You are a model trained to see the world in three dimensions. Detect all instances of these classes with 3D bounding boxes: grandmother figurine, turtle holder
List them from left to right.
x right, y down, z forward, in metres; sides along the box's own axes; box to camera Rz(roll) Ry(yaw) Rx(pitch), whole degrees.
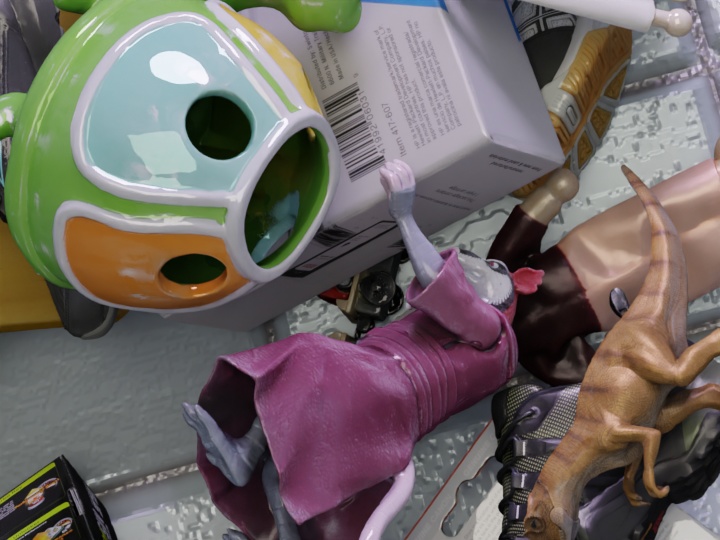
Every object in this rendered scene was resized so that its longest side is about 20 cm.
[{"bbox_3d":[-0.072,-0.060,1.345,0.132,0.141,0.185,19,39,32],"label":"turtle holder"},{"bbox_3d":[0.108,0.010,1.446,0.200,0.061,0.121,-23,94,2],"label":"grandmother figurine"}]

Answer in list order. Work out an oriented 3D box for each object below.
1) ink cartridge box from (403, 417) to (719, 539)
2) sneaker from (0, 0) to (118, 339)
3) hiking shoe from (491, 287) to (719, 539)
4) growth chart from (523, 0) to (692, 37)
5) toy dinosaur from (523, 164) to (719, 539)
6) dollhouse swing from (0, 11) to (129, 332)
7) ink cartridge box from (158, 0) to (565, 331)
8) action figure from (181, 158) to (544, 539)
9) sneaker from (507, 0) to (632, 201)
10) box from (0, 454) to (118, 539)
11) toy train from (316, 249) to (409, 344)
[{"bbox_3d":[0.124,0.161,1.418,0.200,0.050,0.109,35,84,15],"label":"ink cartridge box"},{"bbox_3d":[-0.170,-0.058,1.442,0.079,0.075,0.200,-15,82,-12],"label":"sneaker"},{"bbox_3d":[0.092,0.106,1.380,0.101,0.076,0.200,36,74,23],"label":"hiking shoe"},{"bbox_3d":[0.088,-0.190,1.417,0.145,0.018,0.200,6,47,-16],"label":"growth chart"},{"bbox_3d":[0.133,0.039,1.332,0.106,0.060,0.200,18,68,15],"label":"toy dinosaur"},{"bbox_3d":[-0.235,-0.033,1.515,0.182,0.176,0.200,-25,72,45],"label":"dollhouse swing"},{"bbox_3d":[-0.022,-0.077,1.433,0.200,0.084,0.146,-27,71,26],"label":"ink cartridge box"},{"bbox_3d":[0.019,0.052,1.343,0.200,0.134,0.149,-32,65,-29],"label":"action figure"},{"bbox_3d":[0.094,-0.129,1.477,0.088,0.076,0.200,17,72,18],"label":"sneaker"},{"bbox_3d":[-0.197,0.193,1.392,0.200,0.193,0.048,-36,111,-1],"label":"box"},{"bbox_3d":[0.000,0.000,1.476,0.046,0.034,0.200,11,80,13],"label":"toy train"}]
